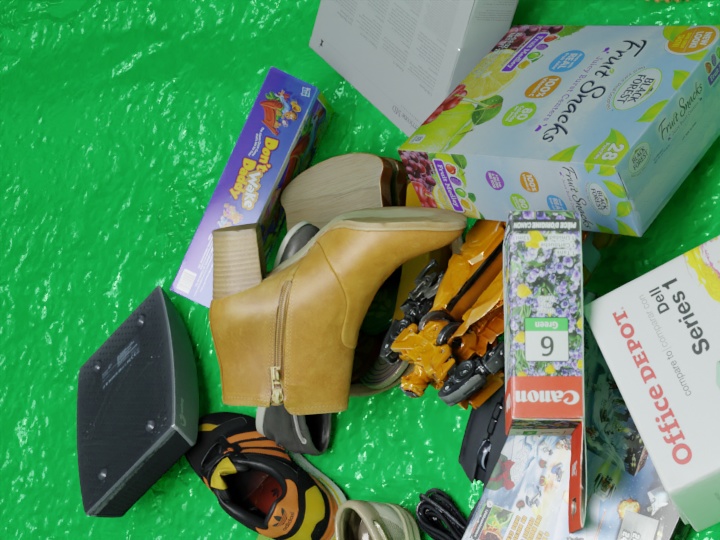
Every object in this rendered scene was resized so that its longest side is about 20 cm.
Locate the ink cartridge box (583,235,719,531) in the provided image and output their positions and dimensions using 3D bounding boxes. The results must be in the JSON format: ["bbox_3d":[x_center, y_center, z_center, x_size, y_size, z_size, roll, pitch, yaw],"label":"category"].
[{"bbox_3d":[0.261,0.051,1.067,0.199,0.084,0.146,-28,58,11],"label":"ink cartridge box"}]

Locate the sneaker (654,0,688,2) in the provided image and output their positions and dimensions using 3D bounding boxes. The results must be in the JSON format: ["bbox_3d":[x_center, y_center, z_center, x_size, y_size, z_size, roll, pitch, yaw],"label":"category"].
[{"bbox_3d":[0.200,-0.264,1.301,0.199,0.075,0.091,11,63,33],"label":"sneaker"}]

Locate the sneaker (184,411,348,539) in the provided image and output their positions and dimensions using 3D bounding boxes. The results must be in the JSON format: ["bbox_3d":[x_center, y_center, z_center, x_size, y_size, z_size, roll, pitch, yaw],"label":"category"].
[{"bbox_3d":[-0.096,0.162,1.380,0.200,0.090,0.070,29,93,45],"label":"sneaker"}]

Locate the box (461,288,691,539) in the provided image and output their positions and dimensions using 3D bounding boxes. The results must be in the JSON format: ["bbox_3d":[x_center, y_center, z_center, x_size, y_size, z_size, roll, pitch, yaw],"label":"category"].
[{"bbox_3d":[0.171,0.129,1.163,0.136,0.040,0.201,25,89,28],"label":"box"}]

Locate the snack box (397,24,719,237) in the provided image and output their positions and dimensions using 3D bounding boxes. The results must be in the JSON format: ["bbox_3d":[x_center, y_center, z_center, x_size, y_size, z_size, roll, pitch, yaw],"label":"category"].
[{"bbox_3d":[0.154,-0.108,1.230,0.199,0.068,0.169,8,46,42],"label":"snack box"}]

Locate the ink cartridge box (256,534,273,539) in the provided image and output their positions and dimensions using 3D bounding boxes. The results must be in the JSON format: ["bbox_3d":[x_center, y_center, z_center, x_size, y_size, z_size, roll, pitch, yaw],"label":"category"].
[{"bbox_3d":[-0.096,0.313,1.328,0.147,0.075,0.201,24,91,45],"label":"ink cartridge box"}]

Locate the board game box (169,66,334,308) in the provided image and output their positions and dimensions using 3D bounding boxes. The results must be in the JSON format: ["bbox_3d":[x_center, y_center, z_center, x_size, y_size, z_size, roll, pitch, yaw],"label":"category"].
[{"bbox_3d":[-0.089,-0.063,1.438,0.044,0.134,0.201,24,90,6],"label":"board game box"}]

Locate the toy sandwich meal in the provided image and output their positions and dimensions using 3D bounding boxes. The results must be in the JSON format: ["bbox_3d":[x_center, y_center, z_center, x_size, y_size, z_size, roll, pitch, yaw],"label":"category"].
[{"bbox_3d":[0.000,0.000,1.374,0.204,0.070,0.207,-18,62,36],"label":"toy sandwich meal"}]

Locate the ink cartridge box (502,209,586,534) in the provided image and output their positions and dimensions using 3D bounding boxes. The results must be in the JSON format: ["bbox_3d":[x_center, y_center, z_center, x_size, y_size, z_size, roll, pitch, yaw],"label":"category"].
[{"bbox_3d":[0.119,0.069,1.112,0.050,0.109,0.202,0,79,3],"label":"ink cartridge box"}]

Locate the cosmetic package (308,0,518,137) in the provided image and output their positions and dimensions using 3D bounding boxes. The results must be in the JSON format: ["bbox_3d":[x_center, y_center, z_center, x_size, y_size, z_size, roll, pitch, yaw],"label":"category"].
[{"bbox_3d":[0.041,-0.210,1.400,0.200,0.051,0.152,47,128,42],"label":"cosmetic package"}]

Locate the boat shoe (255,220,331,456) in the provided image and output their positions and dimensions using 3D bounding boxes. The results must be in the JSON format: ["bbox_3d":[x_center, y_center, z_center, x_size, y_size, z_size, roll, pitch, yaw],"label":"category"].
[{"bbox_3d":[-0.039,0.057,1.334,0.057,0.067,0.202,24,124,25],"label":"boat shoe"}]

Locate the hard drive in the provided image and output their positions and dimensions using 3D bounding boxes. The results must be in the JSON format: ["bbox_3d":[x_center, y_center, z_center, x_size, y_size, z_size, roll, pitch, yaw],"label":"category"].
[{"bbox_3d":[-0.196,0.117,1.491,0.135,0.042,0.201,-45,31,19],"label":"hard drive"}]

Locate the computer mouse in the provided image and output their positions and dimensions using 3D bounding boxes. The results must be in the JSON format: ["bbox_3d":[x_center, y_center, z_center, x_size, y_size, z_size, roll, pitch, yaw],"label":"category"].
[{"bbox_3d":[0.119,0.135,1.227,0.201,0.046,0.140,-56,45,9],"label":"computer mouse"}]

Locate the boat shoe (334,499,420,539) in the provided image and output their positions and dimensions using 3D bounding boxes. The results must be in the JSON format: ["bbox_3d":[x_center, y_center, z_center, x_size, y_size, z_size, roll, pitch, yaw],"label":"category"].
[{"bbox_3d":[0.018,0.268,1.247,0.072,0.065,0.202,-23,64,33],"label":"boat shoe"}]

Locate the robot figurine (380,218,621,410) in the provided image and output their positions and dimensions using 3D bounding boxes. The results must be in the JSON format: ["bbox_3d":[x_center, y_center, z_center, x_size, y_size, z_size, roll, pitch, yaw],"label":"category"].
[{"bbox_3d":[0.102,0.018,1.242,0.200,0.058,0.145,-51,30,-4],"label":"robot figurine"}]

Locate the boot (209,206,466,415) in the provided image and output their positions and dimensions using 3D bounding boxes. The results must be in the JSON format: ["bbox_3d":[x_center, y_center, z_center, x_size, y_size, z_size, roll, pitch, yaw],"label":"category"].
[{"bbox_3d":[-0.013,0.032,1.252,0.199,0.071,0.145,-6,100,9],"label":"boot"}]
